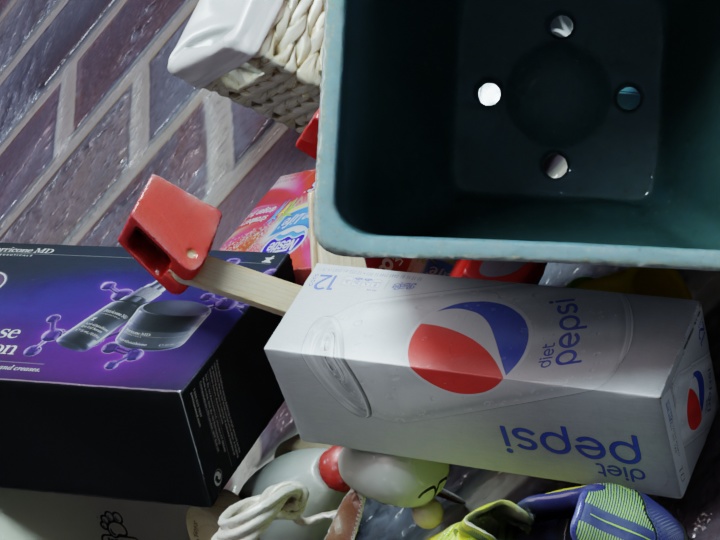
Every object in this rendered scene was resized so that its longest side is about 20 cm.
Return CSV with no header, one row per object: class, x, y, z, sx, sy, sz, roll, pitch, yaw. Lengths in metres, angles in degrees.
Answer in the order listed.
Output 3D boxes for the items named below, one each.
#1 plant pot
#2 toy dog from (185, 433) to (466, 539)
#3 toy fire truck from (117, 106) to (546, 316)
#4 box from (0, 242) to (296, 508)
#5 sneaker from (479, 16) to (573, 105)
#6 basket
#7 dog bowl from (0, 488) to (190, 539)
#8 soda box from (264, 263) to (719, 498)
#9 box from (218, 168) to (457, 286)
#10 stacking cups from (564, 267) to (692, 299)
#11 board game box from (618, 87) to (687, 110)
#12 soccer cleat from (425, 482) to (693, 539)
plant pot,0.091,-0.096,0.898,0.200,0.196,0.196,26,-114,-84
toy dog,-0.012,0.139,1.027,0.132,0.096,0.200,-30,4,-11
toy fire truck,-0.007,-0.019,1.002,0.141,0.200,0.049,-60,5,-22
box,-0.147,0.052,1.070,0.199,0.079,0.141,2,29,24
sneaker,0.114,-0.129,1.122,0.115,0.075,0.200,-19,42,57
basket,-0.030,-0.207,1.406,0.135,0.123,0.200,-10,53,65
dog bowl,-0.164,0.177,1.138,0.079,0.200,0.200,-43,29,25
soda box,0.060,0.049,0.905,0.200,0.068,0.064,6,45,27
box,0.000,0.000,1.140,0.100,0.096,0.200,-51,21,-23
stacking cups,0.074,0.041,0.989,0.200,0.060,0.061,-16,47,43
board game box,0.213,-0.141,0.994,0.152,0.045,0.200,-61,26,-4
soccer cleat,0.067,0.130,0.907,0.200,0.084,0.065,-20,45,53
